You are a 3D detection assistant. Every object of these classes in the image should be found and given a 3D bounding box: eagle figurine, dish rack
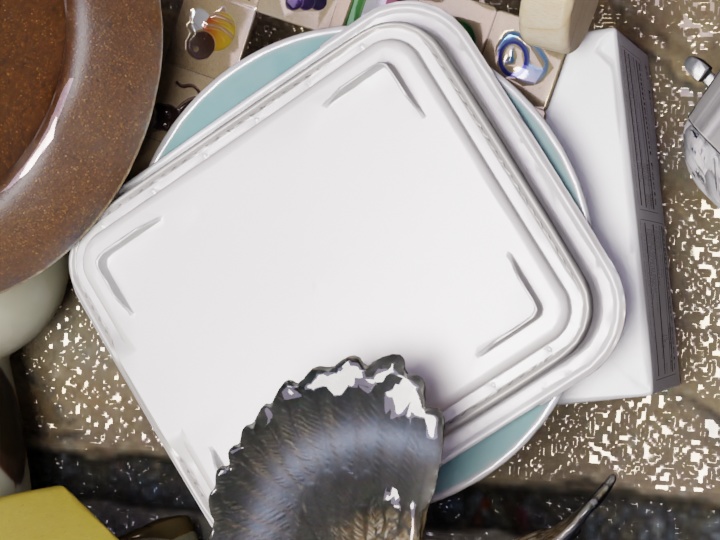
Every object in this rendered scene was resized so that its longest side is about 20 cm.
[{"bbox_3d":[0.011,0.153,0.837,0.150,0.152,0.201,8,68,8],"label":"eagle figurine"},{"bbox_3d":[-0.014,0.006,0.872,0.200,0.044,0.172,-33,83,13],"label":"dish rack"}]

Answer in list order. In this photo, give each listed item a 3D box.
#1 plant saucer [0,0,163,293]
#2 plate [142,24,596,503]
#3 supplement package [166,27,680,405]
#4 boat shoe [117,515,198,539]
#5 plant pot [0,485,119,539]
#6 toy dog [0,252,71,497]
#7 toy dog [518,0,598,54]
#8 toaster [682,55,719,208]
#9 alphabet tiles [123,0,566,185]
[{"bbox_3d":[-0.176,-0.086,0.918,0.200,0.034,0.201,-5,78,25],"label":"plant saucer"},{"bbox_3d":[0.000,0.000,0.903,0.199,0.026,0.201,0,89,15],"label":"plate"},{"bbox_3d":[0.032,-0.013,0.971,0.199,0.111,0.156,-6,88,15],"label":"supplement package"},{"bbox_3d":[-0.156,0.188,1.042,0.200,0.072,0.066,-31,78,8],"label":"boat shoe"},{"bbox_3d":[-0.147,0.210,0.909,0.176,0.200,0.200,-33,38,-20],"label":"plant pot"},{"bbox_3d":[-0.205,0.047,1.015,0.193,0.139,0.201,11,82,32],"label":"toy dog"},{"bbox_3d":[0.076,-0.183,0.908,0.131,0.200,0.097,7,135,0],"label":"toy dog"},{"bbox_3d":[0.232,-0.045,0.921,0.200,0.114,0.129,43,104,8],"label":"toaster"},{"bbox_3d":[-0.020,-0.031,0.925,0.167,0.008,0.201,20,95,14],"label":"alphabet tiles"}]
